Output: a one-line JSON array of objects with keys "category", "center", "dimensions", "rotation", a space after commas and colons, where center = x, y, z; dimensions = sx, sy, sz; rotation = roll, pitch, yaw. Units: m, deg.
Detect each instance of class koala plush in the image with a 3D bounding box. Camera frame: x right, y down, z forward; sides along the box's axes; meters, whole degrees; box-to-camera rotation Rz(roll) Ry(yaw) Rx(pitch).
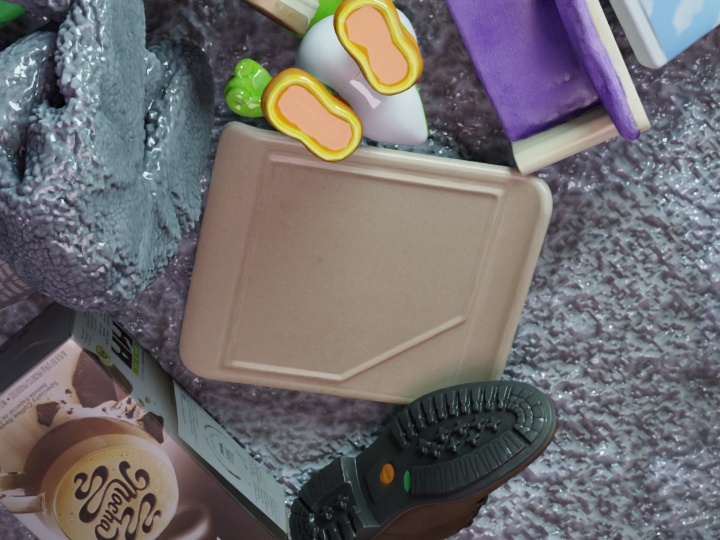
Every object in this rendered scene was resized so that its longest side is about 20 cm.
[{"category": "koala plush", "center": [-0.198, -0.060, 1.180], "dimensions": [0.200, 0.184, 0.177], "rotation": [-5, 151, 16]}]

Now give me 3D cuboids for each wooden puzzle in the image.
[{"category": "wooden puzzle", "center": [0.000, 0.000, 1.399], "dimensions": [0.200, 0.037, 0.185], "rotation": [11, 125, -5]}]

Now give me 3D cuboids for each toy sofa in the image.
[{"category": "toy sofa", "center": [0.089, -0.156, 1.308], "dimensions": [0.083, 0.098, 0.200], "rotation": [-23, 115, 9]}]

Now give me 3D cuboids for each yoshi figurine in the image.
[{"category": "yoshi figurine", "center": [-0.017, -0.131, 1.263], "dimensions": [0.112, 0.200, 0.112], "rotation": [2, 104, 1]}]

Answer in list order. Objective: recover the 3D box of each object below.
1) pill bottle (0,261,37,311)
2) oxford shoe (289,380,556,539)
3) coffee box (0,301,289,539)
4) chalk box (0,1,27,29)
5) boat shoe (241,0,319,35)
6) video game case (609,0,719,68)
[{"category": "pill bottle", "center": [-0.215, -0.036, 1.334], "dimensions": [0.200, 0.113, 0.113], "rotation": [-26, 114, 9]}, {"category": "oxford shoe", "center": [0.052, 0.126, 1.442], "dimensions": [0.200, 0.073, 0.084], "rotation": [-30, 147, 34]}, {"category": "coffee box", "center": [-0.150, 0.124, 1.431], "dimensions": [0.113, 0.080, 0.200], "rotation": [-39, 111, 13]}, {"category": "chalk box", "center": [-0.158, -0.238, 1.238], "dimensions": [0.200, 0.125, 0.124], "rotation": [-30, 113, 11]}, {"category": "boat shoe", "center": [-0.058, -0.185, 1.234], "dimensions": [0.072, 0.200, 0.065], "rotation": [28, 99, -26]}, {"category": "video game case", "center": [0.188, -0.243, 1.275], "dimensions": [0.182, 0.022, 0.200], "rotation": [-37, 115, -15]}]
